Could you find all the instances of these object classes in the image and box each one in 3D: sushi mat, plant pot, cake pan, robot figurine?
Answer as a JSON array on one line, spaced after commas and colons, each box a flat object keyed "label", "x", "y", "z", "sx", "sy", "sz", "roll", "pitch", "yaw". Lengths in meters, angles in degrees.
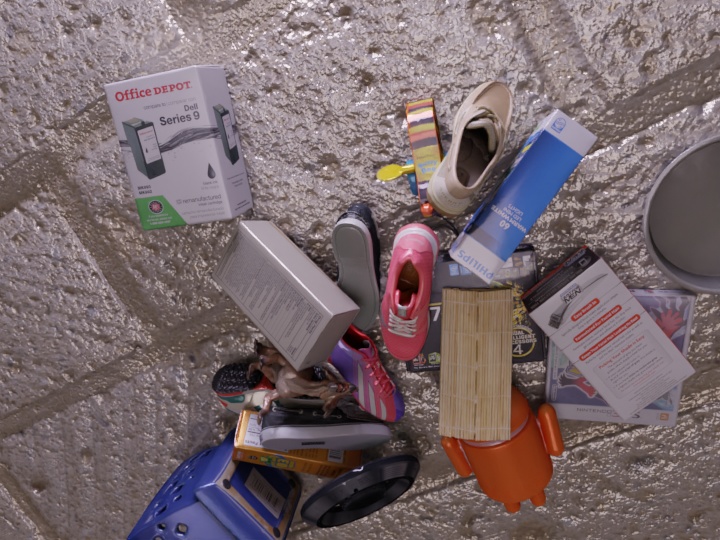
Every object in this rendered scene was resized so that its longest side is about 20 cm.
[{"label": "sushi mat", "x": 0.153, "y": 0.124, "z": 0.740, "sx": 0.095, "sy": 0.012, "sz": 0.202, "roll": 2, "pitch": 90, "yaw": 13}, {"label": "plant pot", "x": -0.217, "y": 0.397, "z": 0.909, "sx": 0.180, "sy": 0.200, "sz": 0.200, "roll": -41, "pitch": 96, "yaw": 16}, {"label": "cake pan", "x": 0.448, "y": -0.070, "z": 0.680, "sx": 0.198, "sy": 0.037, "sz": 0.202, "roll": 4, "pitch": 110, "yaw": 11}, {"label": "robot figurine", "x": 0.206, "y": 0.246, "z": 0.803, "sx": 0.143, "sy": 0.116, "sz": 0.202, "roll": -9, "pitch": 111, "yaw": 51}]

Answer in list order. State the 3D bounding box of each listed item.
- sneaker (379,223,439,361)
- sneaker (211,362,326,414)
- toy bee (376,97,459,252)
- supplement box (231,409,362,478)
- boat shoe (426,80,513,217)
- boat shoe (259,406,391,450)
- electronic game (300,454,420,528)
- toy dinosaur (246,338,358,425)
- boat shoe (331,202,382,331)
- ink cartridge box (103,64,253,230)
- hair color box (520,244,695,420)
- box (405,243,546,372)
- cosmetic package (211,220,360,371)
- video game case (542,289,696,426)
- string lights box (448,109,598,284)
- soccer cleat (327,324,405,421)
[{"label": "sneaker", "x": 0.054, "y": 0.044, "z": 0.721, "sx": 0.073, "sy": 0.087, "sz": 0.202, "roll": 9, "pitch": 119, "yaw": 11}, {"label": "sneaker", "x": -0.135, "y": 0.201, "z": 0.897, "sx": 0.197, "sy": 0.071, "sz": 0.094, "roll": 1, "pitch": 134, "yaw": 4}, {"label": "toy bee", "x": 0.099, "y": -0.115, "z": 0.703, "sx": 0.130, "sy": 0.109, "sz": 0.201, "roll": -31, "pitch": 100, "yaw": 18}, {"label": "supplement box", "x": -0.098, "y": 0.276, "z": 0.874, "sx": 0.198, "sy": 0.069, "sz": 0.067, "roll": 14, "pitch": 141, "yaw": -5}, {"label": "boat shoe", "x": 0.140, "y": -0.153, "z": 0.643, "sx": 0.072, "sy": 0.201, "sz": 0.065, "roll": 32, "pitch": 154, "yaw": -5}, {"label": "boat shoe", "x": -0.051, "y": 0.232, "z": 0.836, "sx": 0.198, "sy": 0.057, "sz": 0.069, "roll": 3, "pitch": 143, "yaw": -11}, {"label": "electronic game", "x": 0.002, "y": 0.341, "z": 0.859, "sx": 0.200, "sy": 0.199, "sz": 0.042, "roll": -42, "pitch": 53, "yaw": 21}, {"label": "toy dinosaur", "x": -0.090, "y": 0.153, "z": 0.819, "sx": 0.134, "sy": 0.200, "sz": 0.087, "roll": 4, "pitch": 111, "yaw": -23}, {"label": "boat shoe", "x": 0.000, "y": 0.000, "z": 0.787, "sx": 0.075, "sy": 0.061, "sz": 0.201, "roll": 13, "pitch": 132, "yaw": 11}, {"label": "ink cartridge box", "x": -0.248, "y": -0.169, "z": 0.771, "sx": 0.144, "sy": 0.084, "sz": 0.202, "roll": -6, "pitch": 107, "yaw": 14}, {"label": "hair color box", "x": 0.314, "y": 0.081, "z": 0.713, "sx": 0.111, "sy": 0.064, "sz": 0.200, "roll": -41, "pitch": 102, "yaw": 15}, {"label": "box", "x": 0.152, "y": 0.055, "z": 0.783, "sx": 0.198, "sy": 0.049, "sz": 0.163, "roll": -6, "pitch": 104, "yaw": 14}, {"label": "cosmetic package", "x": -0.108, "y": 0.030, "z": 0.778, "sx": 0.200, "sy": 0.073, "sz": 0.104, "roll": 44, "pitch": 114, "yaw": 20}, {"label": "video game case", "x": 0.354, "y": 0.122, "z": 0.776, "sx": 0.180, "sy": 0.023, "sz": 0.202, "roll": 1, "pitch": 109, "yaw": 12}, {"label": "string lights box", "x": 0.188, "y": -0.085, "z": 0.671, "sx": 0.059, "sy": 0.103, "sz": 0.201, "roll": 35, "pitch": 98, "yaw": 2}, {"label": "soccer cleat", "x": 0.009, "y": 0.147, "z": 0.826, "sx": 0.076, "sy": 0.067, "sz": 0.200, "roll": -32, "pitch": 104, "yaw": 35}]
